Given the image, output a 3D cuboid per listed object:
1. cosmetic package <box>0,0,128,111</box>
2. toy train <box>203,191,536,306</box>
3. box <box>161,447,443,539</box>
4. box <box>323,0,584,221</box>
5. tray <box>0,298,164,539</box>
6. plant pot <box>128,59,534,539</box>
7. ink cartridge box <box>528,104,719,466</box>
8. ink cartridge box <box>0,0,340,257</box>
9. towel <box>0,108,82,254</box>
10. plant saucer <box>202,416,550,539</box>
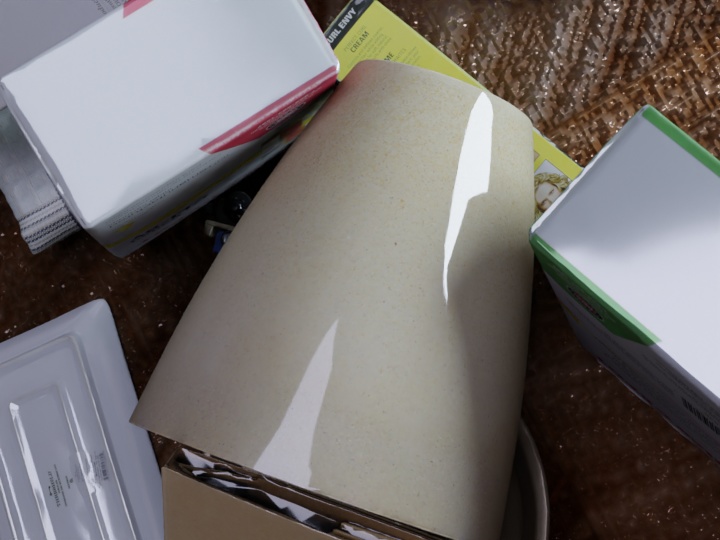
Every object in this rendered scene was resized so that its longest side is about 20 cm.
[{"bbox_3d":[-0.171,-0.160,0.957,0.199,0.085,0.108,-26,105,32],"label":"cosmetic package"},{"bbox_3d":[0.000,0.000,1.003,0.198,0.034,0.046,17,92,20],"label":"toy train"},{"bbox_3d":[-0.019,0.180,0.881,0.162,0.201,0.021,18,47,13],"label":"box"},{"bbox_3d":[0.065,-0.066,0.978,0.200,0.075,0.050,41,92,20],"label":"box"},{"bbox_3d":[-0.165,0.123,1.027,0.107,0.022,0.202,-23,72,9],"label":"tray"},{"bbox_3d":[0.010,0.010,0.882,0.186,0.187,0.202,18,84,19],"label":"plant pot"},{"bbox_3d":[0.169,0.027,0.857,0.145,0.200,0.084,42,87,21],"label":"ink cartridge box"},{"bbox_3d":[-0.092,-0.083,0.932,0.144,0.200,0.084,-33,89,-5],"label":"ink cartridge box"},{"bbox_3d":[-0.151,-0.139,1.068,0.191,0.035,0.201,-29,71,1],"label":"towel"},{"bbox_3d":[0.005,0.133,0.970,0.198,0.029,0.202,-4,76,16],"label":"plant saucer"}]
